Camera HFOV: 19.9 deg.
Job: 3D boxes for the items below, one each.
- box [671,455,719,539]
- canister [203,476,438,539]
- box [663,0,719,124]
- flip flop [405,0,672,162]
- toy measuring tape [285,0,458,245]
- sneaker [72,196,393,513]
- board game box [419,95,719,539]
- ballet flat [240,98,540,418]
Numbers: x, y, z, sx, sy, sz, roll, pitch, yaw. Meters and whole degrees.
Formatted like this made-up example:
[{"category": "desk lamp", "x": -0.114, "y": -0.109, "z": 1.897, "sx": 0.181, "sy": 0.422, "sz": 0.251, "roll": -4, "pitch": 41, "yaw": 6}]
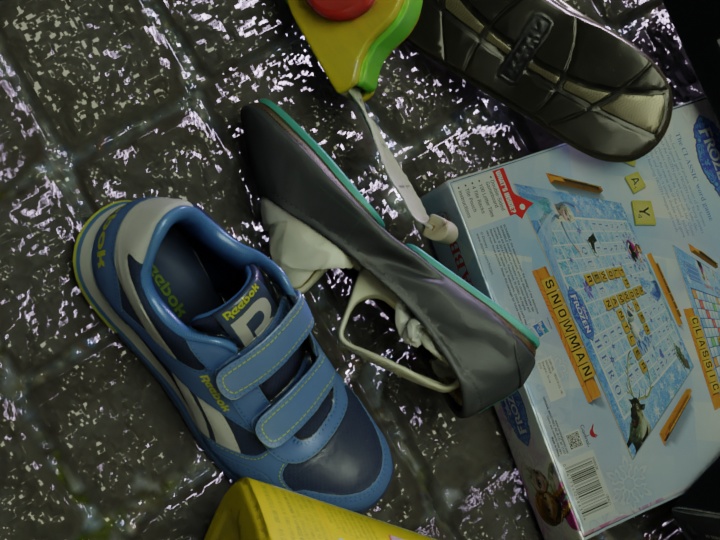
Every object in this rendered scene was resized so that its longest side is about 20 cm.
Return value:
[{"category": "box", "x": 0.284, "y": 0.160, "z": 1.089, "sx": 0.148, "sy": 0.104, "sz": 0.201, "roll": -42, "pitch": 110, "yaw": -23}, {"category": "canister", "x": 0.027, "y": 0.178, "z": 0.963, "sx": 0.199, "sy": 0.149, "sz": 0.087, "roll": 20, "pitch": 103, "yaw": -17}, {"category": "box", "x": 0.288, "y": -0.130, "z": 1.156, "sx": 0.199, "sy": 0.104, "sz": 0.149, "roll": -25, "pitch": 89, "yaw": -43}, {"category": "flip flop", "x": 0.084, "y": -0.132, "z": 1.109, "sx": 0.199, "sy": 0.058, "sz": 0.081, "roll": 37, "pitch": 96, "yaw": 5}, {"category": "toy measuring tape", "x": 0.016, "y": -0.114, "z": 1.057, "sx": 0.073, "sy": 0.074, "sz": 0.201, "roll": -23, "pitch": 76, "yaw": -28}, {"category": "sneaker", "x": -0.054, "y": 0.043, "z": 0.992, "sx": 0.200, "sy": 0.082, "sz": 0.074, "roll": 45, "pitch": 62, "yaw": -12}, {"category": "board game box", "x": 0.152, "y": 0.022, "z": 1.119, "sx": 0.198, "sy": 0.041, "sz": 0.202, "roll": -18, "pitch": 86, "yaw": -29}, {"category": "ballet flat", "x": 0.000, "y": 0.000, "z": 1.031, "sx": 0.200, "sy": 0.073, "sz": 0.073, "roll": 42, "pitch": 63, "yaw": 2}]
